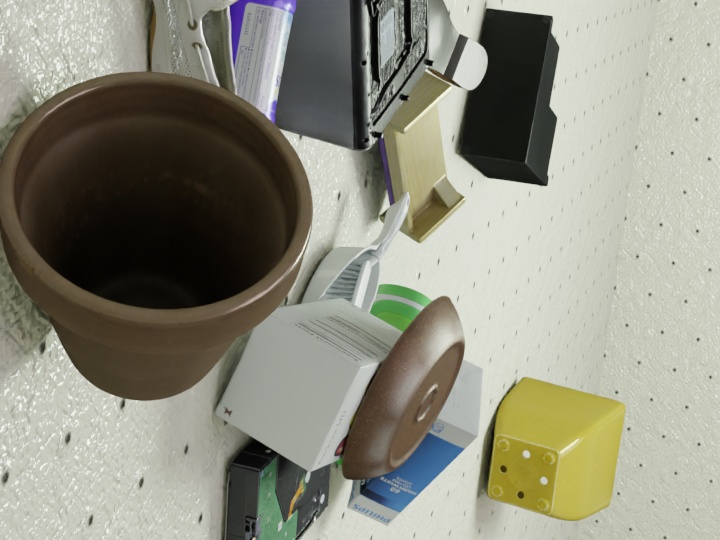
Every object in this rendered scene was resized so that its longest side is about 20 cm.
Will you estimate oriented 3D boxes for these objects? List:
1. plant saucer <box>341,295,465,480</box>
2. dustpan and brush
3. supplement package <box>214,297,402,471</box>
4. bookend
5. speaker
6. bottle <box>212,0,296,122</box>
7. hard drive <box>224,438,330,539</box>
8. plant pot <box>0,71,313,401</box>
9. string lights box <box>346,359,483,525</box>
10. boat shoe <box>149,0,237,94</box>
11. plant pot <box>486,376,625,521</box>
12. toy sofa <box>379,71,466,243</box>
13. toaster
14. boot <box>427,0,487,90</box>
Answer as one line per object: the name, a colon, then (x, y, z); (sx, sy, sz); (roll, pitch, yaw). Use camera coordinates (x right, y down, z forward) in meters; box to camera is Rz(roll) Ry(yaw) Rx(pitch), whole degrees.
plant saucer: (0.050, 0.121, 1.459); (0.201, 0.037, 0.201); (-53, 162, -26)
dustpan and brush: (0.000, 0.000, 1.607); (0.140, 0.057, 0.200); (65, 39, -61)
supplement package: (-0.033, 0.104, 1.442); (0.114, 0.109, 0.200); (-65, 163, 12)
bookend: (0.215, -0.232, 2.077); (0.199, 0.092, 0.201); (19, 81, -74)
speaker: (0.021, 0.120, 1.691); (0.088, 0.088, 0.200); (64, 41, -62)
bottle: (-0.098, -0.134, 1.209); (0.084, 0.065, 0.201); (-146, -114, -84)
hard drive: (-0.080, 0.217, 1.531); (0.200, 0.038, 0.140); (-43, 141, -62)
plant pot: (-0.143, -0.003, 1.018); (0.175, 0.200, 0.201); (109, 5, -54)
string lights box: (0.060, 0.191, 1.725); (0.200, 0.059, 0.103); (-51, -160, 41)
boat shoe: (-0.116, -0.211, 1.114); (0.071, 0.069, 0.201); (-54, 150, -51)
plant pot: (0.308, 0.313, 2.552); (0.200, 0.195, 0.195); (-20, 120, -59)
toy sofa: (0.047, -0.133, 1.668); (0.083, 0.097, 0.200); (-43, 148, -23)
toaster: (-0.013, -0.232, 1.334); (0.181, 0.118, 0.200); (-59, 154, -49)
boot: (0.061, -0.257, 1.651); (0.200, 0.075, 0.074); (36, 79, -55)
